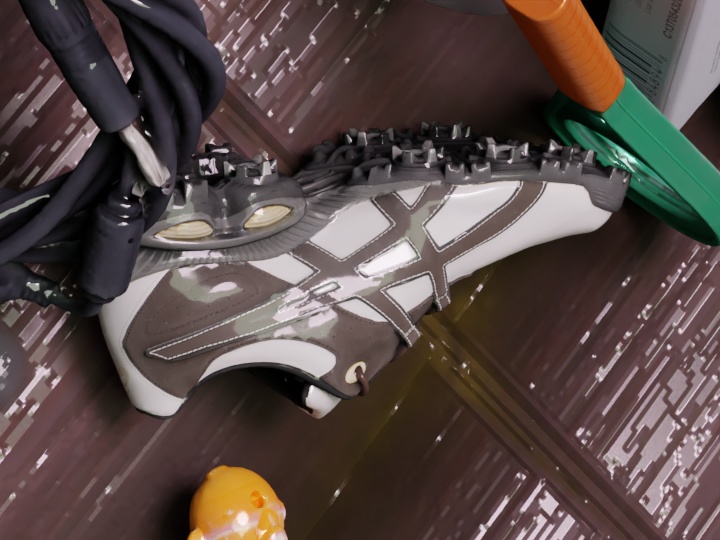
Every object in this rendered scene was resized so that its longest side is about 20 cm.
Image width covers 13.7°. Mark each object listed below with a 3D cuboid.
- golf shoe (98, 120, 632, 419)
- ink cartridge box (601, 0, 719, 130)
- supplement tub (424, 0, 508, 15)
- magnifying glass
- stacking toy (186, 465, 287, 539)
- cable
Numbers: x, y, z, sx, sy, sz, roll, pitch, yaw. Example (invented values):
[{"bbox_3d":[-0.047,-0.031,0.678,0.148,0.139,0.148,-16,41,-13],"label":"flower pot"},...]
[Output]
[{"bbox_3d":[0.000,0.000,1.034,0.199,0.078,0.095,-7,101,-20],"label":"golf shoe"},{"bbox_3d":[0.161,-0.162,1.056,0.043,0.197,0.200,35,69,13],"label":"ink cartridge box"},{"bbox_3d":[0.057,-0.201,1.016,0.144,0.144,0.200,40,72,-23],"label":"supplement tub"},{"bbox_3d":[0.085,-0.058,1.027,0.022,0.079,0.200,-53,154,-3],"label":"magnifying glass"},{"bbox_3d":[-0.018,0.162,1.015,0.116,0.110,0.201,-20,89,-42],"label":"stacking toy"},{"bbox_3d":[-0.145,-0.059,0.913,0.199,0.163,0.051,21,41,-14],"label":"cable"}]
